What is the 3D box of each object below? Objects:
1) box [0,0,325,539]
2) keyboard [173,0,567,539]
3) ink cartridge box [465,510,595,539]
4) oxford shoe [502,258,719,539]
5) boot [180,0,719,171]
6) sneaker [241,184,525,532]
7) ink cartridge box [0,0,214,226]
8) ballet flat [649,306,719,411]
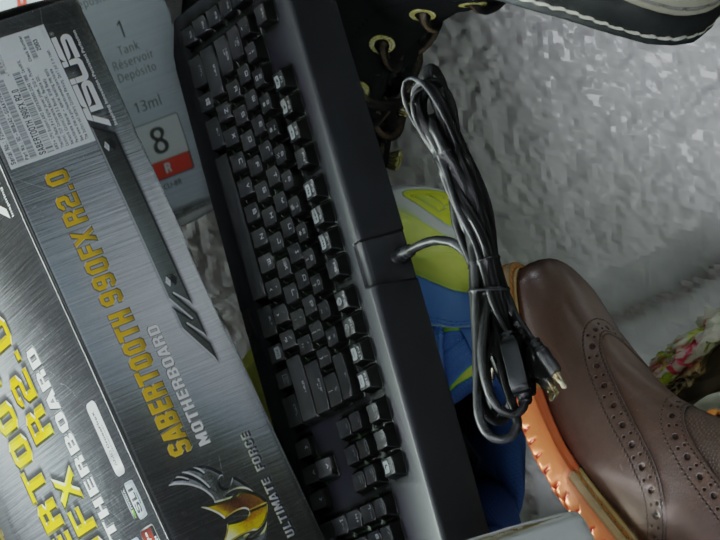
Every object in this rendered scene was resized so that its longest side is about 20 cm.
[{"bbox_3d":[-0.094,0.034,0.895,0.158,0.048,0.200,-34,79,60],"label":"box"},{"bbox_3d":[0.000,0.000,0.823,0.127,0.021,0.201,-28,75,48],"label":"keyboard"},{"bbox_3d":[0.056,0.187,0.792,0.200,0.083,0.147,79,169,-49],"label":"ink cartridge box"},{"bbox_3d":[0.105,0.067,0.805,0.073,0.071,0.200,-38,64,12],"label":"oxford shoe"},{"bbox_3d":[0.020,-0.078,0.876,0.203,0.073,0.154,28,132,26],"label":"boot"},{"bbox_3d":[-0.005,0.075,0.897,0.105,0.076,0.200,63,141,44],"label":"sneaker"},{"bbox_3d":[-0.125,-0.104,0.947,0.162,0.050,0.200,-5,108,62],"label":"ink cartridge box"},{"bbox_3d":[0.148,0.021,0.827,0.076,0.064,0.200,50,133,5],"label":"ballet flat"}]
